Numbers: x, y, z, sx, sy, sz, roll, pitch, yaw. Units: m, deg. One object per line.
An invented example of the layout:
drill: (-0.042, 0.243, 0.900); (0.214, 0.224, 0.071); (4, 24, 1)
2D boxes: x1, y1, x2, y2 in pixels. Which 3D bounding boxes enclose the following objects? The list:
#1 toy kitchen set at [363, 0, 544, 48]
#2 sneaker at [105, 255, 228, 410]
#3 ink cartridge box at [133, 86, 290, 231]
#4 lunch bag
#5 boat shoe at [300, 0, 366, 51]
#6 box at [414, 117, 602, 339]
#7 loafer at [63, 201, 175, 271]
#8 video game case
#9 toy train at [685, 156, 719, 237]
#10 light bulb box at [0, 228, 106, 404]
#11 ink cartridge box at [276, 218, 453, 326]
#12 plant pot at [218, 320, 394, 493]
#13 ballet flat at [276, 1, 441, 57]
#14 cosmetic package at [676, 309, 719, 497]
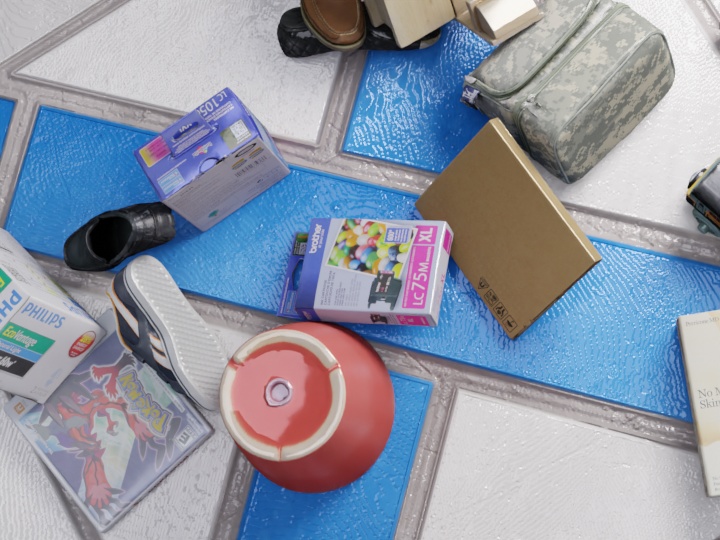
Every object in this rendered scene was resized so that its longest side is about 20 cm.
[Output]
toy kitchen set: (0.107, -0.363, 1.700); (0.199, 0.181, 0.163); (-31, 39, -10)
sneaker: (-0.227, 0.082, 1.790); (0.079, 0.078, 0.201); (-32, 88, 40)
ink cartridge box: (-0.171, -0.129, 1.747); (0.136, 0.200, 0.077); (-34, 77, 3)
lunch bag: (0.232, -0.223, 1.730); (0.200, 0.139, 0.168); (-46, 59, -1)
boat shoe: (-0.044, -0.350, 1.795); (0.071, 0.068, 0.201); (-16, 60, -10)
box: (0.164, -0.045, 1.717); (0.201, 0.021, 0.164); (55, 133, 13)
loafer: (-0.297, -0.039, 1.780); (0.200, 0.070, 0.069); (-16, 86, 46)
video game case: (-0.302, 0.178, 1.813); (0.182, 0.023, 0.200); (-42, 77, 2)
toy train: (0.440, -0.044, 1.669); (0.085, 0.114, 0.200); (-45, 76, 1)
light bulb box: (-0.435, 0.034, 1.760); (0.200, 0.198, 0.125); (42, 91, 22)
ink cartridge box: (0.000, 0.000, 1.751); (0.199, 0.042, 0.120); (1, 65, 21)
plant pot: (-0.070, 0.146, 1.698); (0.199, 0.177, 0.202); (-2, 80, 10)
ballet flat: (-0.002, -0.287, 1.829); (0.198, 0.057, 0.067); (2, 54, 5)
cosmetic package: (0.413, 0.143, 1.666); (0.104, 0.071, 0.202); (-11, 79, 9)
